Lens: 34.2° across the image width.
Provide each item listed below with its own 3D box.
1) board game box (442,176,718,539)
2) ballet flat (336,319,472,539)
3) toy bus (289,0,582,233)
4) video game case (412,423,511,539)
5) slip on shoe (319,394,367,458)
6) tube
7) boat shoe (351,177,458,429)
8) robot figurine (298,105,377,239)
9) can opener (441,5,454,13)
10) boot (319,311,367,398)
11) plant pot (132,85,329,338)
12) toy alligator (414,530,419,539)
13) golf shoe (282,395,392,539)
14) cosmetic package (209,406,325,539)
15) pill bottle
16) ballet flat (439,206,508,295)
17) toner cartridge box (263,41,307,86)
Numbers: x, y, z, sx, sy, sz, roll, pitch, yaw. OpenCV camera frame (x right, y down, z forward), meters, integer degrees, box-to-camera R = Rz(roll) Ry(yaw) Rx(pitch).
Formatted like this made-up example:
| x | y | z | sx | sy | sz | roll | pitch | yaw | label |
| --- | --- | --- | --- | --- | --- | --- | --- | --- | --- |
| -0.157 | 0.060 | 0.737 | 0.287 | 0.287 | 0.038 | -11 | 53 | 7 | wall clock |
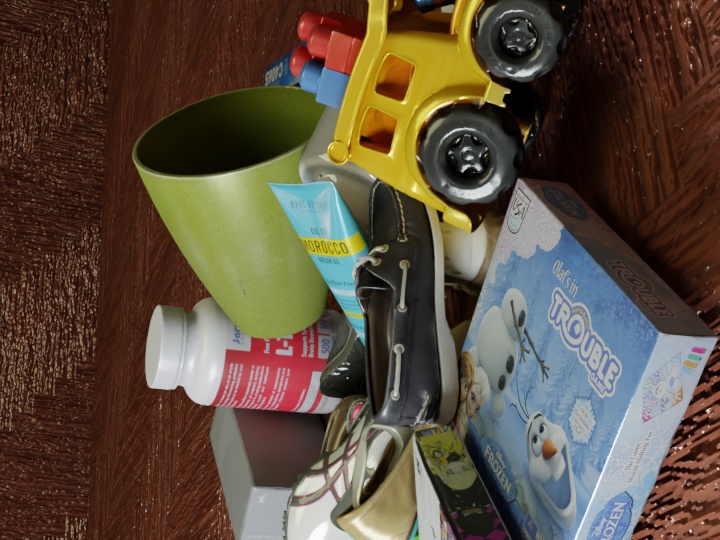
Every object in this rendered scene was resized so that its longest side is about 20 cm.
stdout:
| x | y | z | sx | sy | sz | roll | pitch | yaw | label |
| --- | --- | --- | --- | --- | --- | --- | --- | --- | --- |
| 0.124 | 0.073 | 0.741 | 0.200 | 0.043 | 0.200 | -119 | 41 | -57 | board game box |
| 0.039 | 0.116 | 0.892 | 0.201 | 0.063 | 0.069 | -68 | 9 | -22 | ballet flat |
| 0.046 | -0.156 | 0.823 | 0.136 | 0.191 | 0.201 | -50 | -18 | -63 | toy bus |
| 0.079 | 0.236 | 0.783 | 0.182 | 0.036 | 0.201 | -115 | 17 | -56 | video game case |
| -0.010 | 0.215 | 1.074 | 0.061 | 0.075 | 0.202 | 154 | 129 | -80 | slip on shoe |
| -0.002 | 0.005 | 0.942 | 0.077 | 0.201 | 0.050 | 0 | 42 | 42 | tube |
| 0.024 | 0.017 | 0.861 | 0.074 | 0.060 | 0.202 | 139 | 127 | -62 | boat shoe |
| 0.021 | -0.114 | 0.992 | 0.170 | 0.112 | 0.201 | 120 | 174 | -72 | robot figurine |
| 0.088 | -0.250 | 0.919 | 0.053 | 0.066 | 0.202 | 17 | 111 | 59 | can opener |
| 0.002 | 0.001 | 1.115 | 0.182 | 0.072 | 0.201 | 123 | 146 | -50 | boot |
| -0.098 | -0.043 | 1.104 | 0.187 | 0.186 | 0.201 | -120 | 16 | -59 | plant pot |
| 0.049 | 0.220 | 0.945 | 0.054 | 0.059 | 0.200 | 45 | 143 | 6 | toy alligator |
| -0.002 | 0.183 | 0.992 | 0.201 | 0.077 | 0.088 | -62 | 23 | 9 | golf shoe |
| -0.092 | 0.205 | 1.254 | 0.200 | 0.106 | 0.091 | -112 | 35 | -56 | cosmetic package |
| -0.119 | 0.088 | 1.225 | 0.112 | 0.198 | 0.113 | -174 | 90 | -70 | pill bottle |
| 0.073 | -0.016 | 0.918 | 0.200 | 0.072 | 0.068 | 177 | 99 | -70 | ballet flat |
| -0.032 | -0.204 | 1.238 | 0.200 | 0.094 | 0.044 | 175 | 100 | -70 | toner cartridge box |
